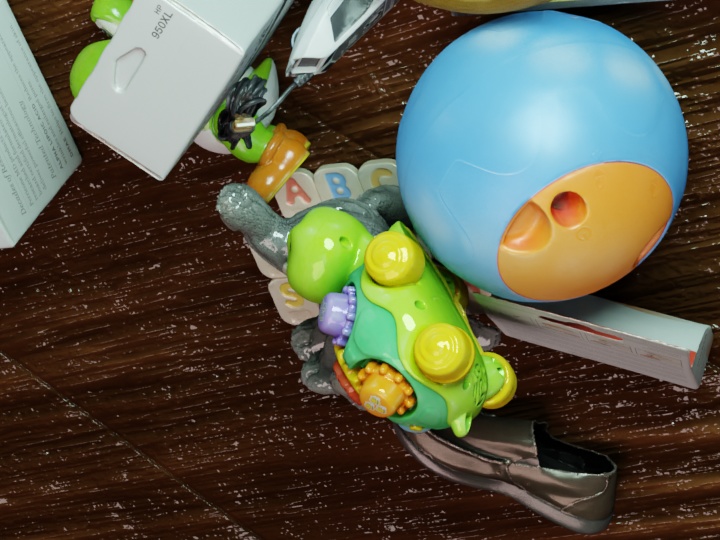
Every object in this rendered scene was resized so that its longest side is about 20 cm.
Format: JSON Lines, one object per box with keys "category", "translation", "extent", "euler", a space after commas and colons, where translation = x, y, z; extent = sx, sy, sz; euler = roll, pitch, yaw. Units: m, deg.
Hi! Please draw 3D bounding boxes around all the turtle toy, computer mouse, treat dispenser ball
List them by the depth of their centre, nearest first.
{"category": "treat dispenser ball", "translation": [0.125, -0.078, 1.432], "extent": [0.201, 0.201, 0.201], "euler": [13, 130, 15]}
{"category": "turtle toy", "translation": [0.020, 0.034, 1.447], "extent": [0.101, 0.146, 0.200], "euler": [-33, 67, 10]}
{"category": "computer mouse", "translation": [-0.029, -0.168, 1.463], "extent": [0.044, 0.200, 0.110], "euler": [45, 173, 3]}

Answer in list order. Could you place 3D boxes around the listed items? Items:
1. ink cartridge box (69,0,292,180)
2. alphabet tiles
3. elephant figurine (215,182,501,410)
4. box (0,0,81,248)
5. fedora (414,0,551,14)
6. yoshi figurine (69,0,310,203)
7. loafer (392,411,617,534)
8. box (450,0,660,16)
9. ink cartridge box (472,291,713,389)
{"category": "ink cartridge box", "translation": [-0.105, -0.179, 1.458], "extent": [0.084, 0.200, 0.145], "euler": [34, 133, -3]}
{"category": "alphabet tiles", "translation": [0.009, -0.001, 1.673], "extent": [0.200, 0.015, 0.196], "euler": [-4, 124, 28]}
{"category": "elephant figurine", "translation": [0.000, 0.000, 1.572], "extent": [0.141, 0.155, 0.200], "euler": [29, 145, 33]}
{"category": "box", "translation": [-0.366, -0.125, 1.669], "extent": [0.199, 0.131, 0.200], "euler": [-5, 124, 28]}
{"category": "fedora", "translation": [0.057, -0.250, 1.328], "extent": [0.200, 0.082, 0.201], "euler": [16, 151, 9]}
{"category": "yoshi figurine", "translation": [-0.141, -0.123, 1.586], "extent": [0.200, 0.112, 0.112], "euler": [40, 138, -5]}
{"category": "loafer", "translation": [0.125, 0.142, 1.706], "extent": [0.200, 0.073, 0.071], "euler": [23, 122, 0]}
{"category": "box", "translation": [0.140, -0.255, 1.388], "extent": [0.200, 0.049, 0.161], "euler": [-2, 123, 25]}
{"category": "ink cartridge box", "translation": [0.173, 0.034, 1.526], "extent": [0.162, 0.050, 0.200], "euler": [15, 171, 13]}
